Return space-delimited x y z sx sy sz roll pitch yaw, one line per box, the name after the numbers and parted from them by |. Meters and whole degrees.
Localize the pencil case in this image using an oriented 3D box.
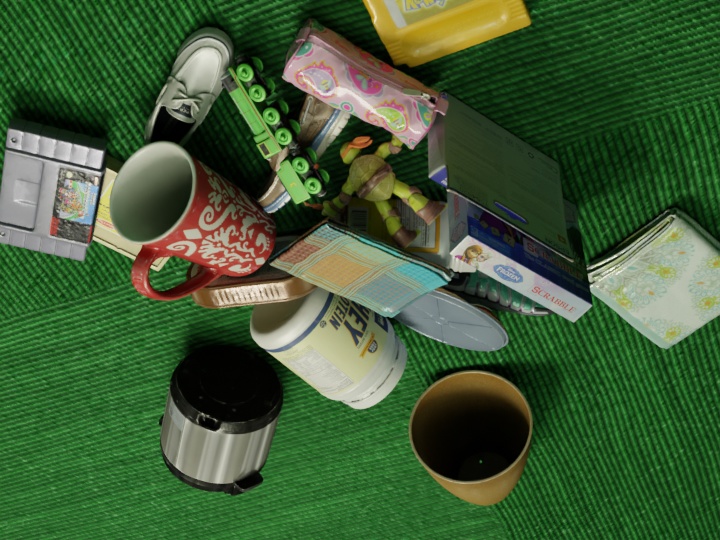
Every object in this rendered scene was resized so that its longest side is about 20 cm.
0.005 -0.225 1.466 0.200 0.088 0.088 27 128 -9 | pencil case

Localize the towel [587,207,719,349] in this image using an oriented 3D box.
0.436 0.015 1.710 0.200 0.048 0.171 35 125 -27 | towel

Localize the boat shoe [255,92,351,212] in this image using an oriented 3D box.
-0.087 -0.163 1.557 0.072 0.072 0.200 29 117 -17 | boat shoe

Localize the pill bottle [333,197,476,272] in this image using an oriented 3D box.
0.057 -0.041 1.629 0.199 0.109 0.109 3 132 0 | pill bottle

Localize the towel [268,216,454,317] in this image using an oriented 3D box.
0.000 0.000 1.571 0.200 0.022 0.147 23 146 -28 | towel

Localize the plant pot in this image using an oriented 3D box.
0.184 0.286 1.892 0.186 0.187 0.200 -8 144 9 | plant pot

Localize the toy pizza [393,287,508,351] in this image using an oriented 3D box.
0.117 0.058 1.710 0.200 0.032 0.200 21 162 7 | toy pizza

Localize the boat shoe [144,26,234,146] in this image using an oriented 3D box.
-0.214 -0.210 1.513 0.073 0.065 0.200 20 130 -15 | boat shoe

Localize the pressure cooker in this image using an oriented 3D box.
-0.217 0.234 1.843 0.178 0.176 0.200 13 128 -5 | pressure cooker

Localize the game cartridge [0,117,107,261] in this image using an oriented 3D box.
-0.409 -0.102 1.604 0.129 0.038 0.200 16 131 -7 | game cartridge

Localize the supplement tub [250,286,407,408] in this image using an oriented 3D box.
-0.043 0.094 1.730 0.145 0.145 0.200 -32 124 27 | supplement tub

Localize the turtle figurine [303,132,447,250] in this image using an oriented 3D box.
0.032 -0.116 1.536 0.161 0.064 0.200 45 100 0 | turtle figurine

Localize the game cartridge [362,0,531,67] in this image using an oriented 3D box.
0.085 -0.340 1.410 0.176 0.032 0.200 -18 129 17 | game cartridge

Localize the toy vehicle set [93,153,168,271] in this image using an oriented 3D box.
-0.331 -0.087 1.654 0.200 0.027 0.124 28 127 -22 | toy vehicle set

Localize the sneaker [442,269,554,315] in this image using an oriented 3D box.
0.182 0.028 1.729 0.199 0.075 0.088 17 149 -5 | sneaker

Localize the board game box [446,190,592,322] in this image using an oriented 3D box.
0.200 -0.054 1.552 0.200 0.200 0.041 28 127 -22 | board game box

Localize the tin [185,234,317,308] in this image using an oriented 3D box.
-0.143 -0.001 1.666 0.199 0.112 0.042 -7 123 14 | tin

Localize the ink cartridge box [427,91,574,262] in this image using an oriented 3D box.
0.170 -0.108 1.505 0.199 0.200 0.041 29 127 -22 | ink cartridge box

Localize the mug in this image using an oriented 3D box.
-0.221 -0.054 1.565 0.178 0.133 0.200 -49 148 9 | mug

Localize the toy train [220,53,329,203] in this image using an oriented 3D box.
-0.107 -0.172 1.495 0.056 0.042 0.200 -23 106 30 | toy train
